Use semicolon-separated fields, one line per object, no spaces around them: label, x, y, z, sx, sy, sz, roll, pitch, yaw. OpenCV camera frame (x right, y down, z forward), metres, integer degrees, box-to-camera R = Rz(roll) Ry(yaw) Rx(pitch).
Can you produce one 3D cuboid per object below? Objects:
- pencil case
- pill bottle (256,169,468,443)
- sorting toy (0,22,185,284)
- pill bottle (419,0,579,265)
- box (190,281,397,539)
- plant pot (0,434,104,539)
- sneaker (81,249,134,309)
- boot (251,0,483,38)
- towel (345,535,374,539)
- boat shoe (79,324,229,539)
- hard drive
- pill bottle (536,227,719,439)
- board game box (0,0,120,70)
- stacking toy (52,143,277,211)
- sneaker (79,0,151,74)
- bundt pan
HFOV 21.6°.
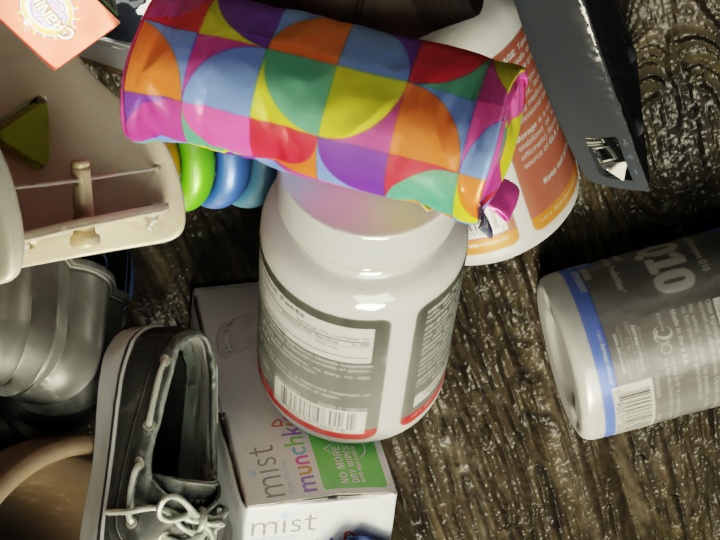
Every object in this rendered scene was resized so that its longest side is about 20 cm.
pencil case;-0.016;-0.079;0.921;0.200;0.088;0.089;17;127;7
pill bottle;0.000;0.000;1.041;0.114;0.114;0.200;-7;146;-9
sorting toy;-0.178;-0.087;0.899;0.107;0.200;0.181;-8;94;16
pill bottle;0.049;-0.110;1.067;0.112;0.112;0.200;-20;128;2
box;-0.052;0.134;1.185;0.096;0.200;0.177;-3;128;-13
plant pot;-0.216;0.193;1.131;0.174;0.201;0.200;0;146;43
sneaker;-0.187;-0.028;1.095;0.070;0.078;0.200;-25;130;6
boot;-0.025;-0.185;0.921;0.146;0.070;0.200;1;128;22
towel;-0.013;0.243;1.143;0.145;0.024;0.200;27;119;-34
boat shoe;-0.109;0.131;1.071;0.068;0.200;0.074;-2;169;43
hard drive;0.117;-0.150;1.044;0.042;0.135;0.200;-13;134;15
pill bottle;0.225;0.032;1.231;0.200;0.114;0.114;-15;131;-3
board game box;-0.184;-0.203;0.873;0.040;0.200;0.153;-35;128;14
stacking toy;-0.106;-0.066;1.044;0.200;0.085;0.086;-10;133;-32
sneaker;-0.159;-0.171;0.992;0.200;0.070;0.109;13;123;-25
bundt pan;-0.233;0.057;1.105;0.201;0.076;0.202;-7;154;-3
